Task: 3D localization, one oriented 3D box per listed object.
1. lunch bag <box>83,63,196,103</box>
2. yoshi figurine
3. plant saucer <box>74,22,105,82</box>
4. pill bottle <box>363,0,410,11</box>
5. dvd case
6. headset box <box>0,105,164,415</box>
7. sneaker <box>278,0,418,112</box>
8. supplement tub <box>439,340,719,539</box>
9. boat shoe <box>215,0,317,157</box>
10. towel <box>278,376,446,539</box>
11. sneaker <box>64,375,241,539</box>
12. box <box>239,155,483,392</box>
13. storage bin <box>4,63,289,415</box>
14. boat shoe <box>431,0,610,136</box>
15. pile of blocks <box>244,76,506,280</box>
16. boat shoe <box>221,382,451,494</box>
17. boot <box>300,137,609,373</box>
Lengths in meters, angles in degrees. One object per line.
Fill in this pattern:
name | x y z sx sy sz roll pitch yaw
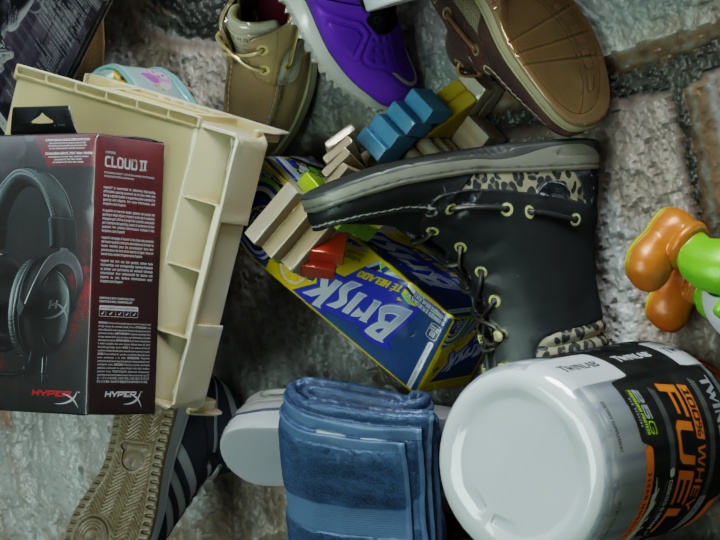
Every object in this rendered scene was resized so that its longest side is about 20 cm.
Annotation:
lunch bag | -0.180 -0.039 1.799 0.200 0.077 0.161 -48 67 29
yoshi figurine | 0.252 0.045 1.466 0.199 0.112 0.113 24 122 31
plant saucer | -0.267 -0.199 1.842 0.200 0.035 0.202 24 124 41
pill bottle | 0.015 -0.269 1.523 0.111 0.111 0.201 -13 96 37
dvd case | -0.253 -0.193 1.787 0.149 0.016 0.200 53 138 17
headset box | -0.210 -0.007 1.606 0.148 0.077 0.202 2 89 33
sneaker | -0.002 -0.200 1.619 0.099 0.070 0.201 -26 110 25
supplement tub | 0.148 0.107 1.483 0.122 0.199 0.124 4 97 36
boat shoe | -0.068 -0.172 1.709 0.074 0.066 0.201 22 106 34
towel | 0.002 0.164 1.628 0.111 0.049 0.201 7 127 15
sneaker | -0.142 0.159 1.749 0.070 0.108 0.201 11 79 30
box | 0.000 0.000 1.668 0.200 0.070 0.065 39 114 29
storage bin | -0.161 -0.022 1.676 0.198 0.094 0.201 18 96 32
boat shoe | 0.090 -0.159 1.596 0.200 0.072 0.072 54 142 20
pile of blocks | 0.022 -0.060 1.597 0.200 0.082 0.062 -39 64 -10
boat shoe | 0.005 0.109 1.671 0.199 0.066 0.072 -5 124 23
boot | 0.069 0.001 1.552 0.073 0.202 0.155 -177 78 -70
